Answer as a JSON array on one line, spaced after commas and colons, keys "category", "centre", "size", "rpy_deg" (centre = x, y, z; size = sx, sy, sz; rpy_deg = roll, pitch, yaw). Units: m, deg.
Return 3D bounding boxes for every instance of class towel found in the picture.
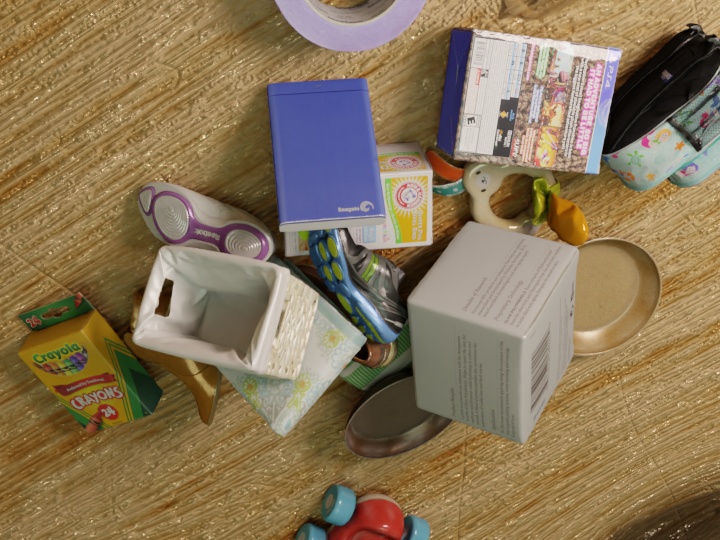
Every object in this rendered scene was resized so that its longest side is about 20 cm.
[{"category": "towel", "centre": [0.062, 0.129, 1.413], "size": [0.152, 0.023, 0.200], "rpy_deg": [-43, 140, 14]}, {"category": "towel", "centre": [-0.108, 0.093, 1.278], "size": [0.172, 0.200, 0.048], "rpy_deg": [-51, 149, 4]}]

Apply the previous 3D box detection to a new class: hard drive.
[{"category": "hard drive", "centre": [-0.045, -0.148, 1.202], "size": [0.130, 0.202, 0.025], "rpy_deg": [-4, 156, -6]}]

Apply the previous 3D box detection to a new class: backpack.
[{"category": "backpack", "centre": [0.403, -0.196, 1.248], "size": [0.200, 0.178, 0.151], "rpy_deg": [-39, 112, 16]}]

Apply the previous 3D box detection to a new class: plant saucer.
[{"category": "plant saucer", "centre": [0.352, 0.035, 1.440], "size": [0.198, 0.036, 0.202], "rpy_deg": [-3, 118, -7]}, {"category": "plant saucer", "centre": [0.063, 0.214, 1.460], "size": [0.198, 0.032, 0.201], "rpy_deg": [-17, 139, -15]}]

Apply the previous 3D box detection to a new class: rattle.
[{"category": "rattle", "centre": [0.188, -0.091, 1.294], "size": [0.199, 0.144, 0.130], "rpy_deg": [21, 129, -25]}]

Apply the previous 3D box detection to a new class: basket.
[{"category": "basket", "centre": [-0.166, 0.059, 1.220], "size": [0.123, 0.198, 0.137], "rpy_deg": [33, 70, -58]}]

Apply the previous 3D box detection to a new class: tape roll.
[{"category": "tape roll", "centre": [-0.015, -0.370, 1.141], "size": [0.198, 0.085, 0.202], "rpy_deg": [-3, 117, -7]}]

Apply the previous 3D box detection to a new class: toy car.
[{"category": "toy car", "centre": [0.011, 0.478, 1.526], "size": [0.183, 0.200, 0.178], "rpy_deg": [27, 111, -21]}]

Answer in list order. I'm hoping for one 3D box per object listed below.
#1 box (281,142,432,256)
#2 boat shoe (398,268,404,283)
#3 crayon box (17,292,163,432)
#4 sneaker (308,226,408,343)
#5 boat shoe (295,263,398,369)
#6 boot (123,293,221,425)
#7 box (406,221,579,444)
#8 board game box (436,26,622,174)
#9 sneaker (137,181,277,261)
[{"category": "box", "centre": [-0.008, -0.097, 1.276], "size": [0.198, 0.102, 0.114], "rpy_deg": [-4, 119, -7]}, {"category": "boat shoe", "centre": [-0.008, 0.060, 1.386], "size": [0.065, 0.074, 0.201], "rpy_deg": [37, 116, 8]}, {"category": "crayon box", "centre": [-0.387, 0.133, 1.346], "size": [0.126, 0.051, 0.201], "rpy_deg": [-19, 120, 26]}, {"category": "sneaker", "centre": [0.000, 0.000, 1.241], "size": [0.083, 0.070, 0.200], "rpy_deg": [-44, 112, -28]}, {"category": "boat shoe", "centre": [-0.036, 0.059, 1.316], "size": [0.200, 0.067, 0.072], "rpy_deg": [41, 111, 22]}, {"category": "boot", "centre": [-0.269, 0.127, 1.379], "size": [0.142, 0.071, 0.203], "rpy_deg": [5, 112, -5]}, {"category": "box", "centre": [0.183, 0.080, 1.301], "size": [0.170, 0.200, 0.200], "rpy_deg": [15, 133, 26]}, {"category": "board game box", "centre": [0.212, -0.219, 1.233], "size": [0.198, 0.097, 0.161], "rpy_deg": [5, 105, -11]}, {"category": "sneaker", "centre": [-0.204, -0.059, 1.281], "size": [0.198, 0.100, 0.075], "rpy_deg": [25, 101, 5]}]
